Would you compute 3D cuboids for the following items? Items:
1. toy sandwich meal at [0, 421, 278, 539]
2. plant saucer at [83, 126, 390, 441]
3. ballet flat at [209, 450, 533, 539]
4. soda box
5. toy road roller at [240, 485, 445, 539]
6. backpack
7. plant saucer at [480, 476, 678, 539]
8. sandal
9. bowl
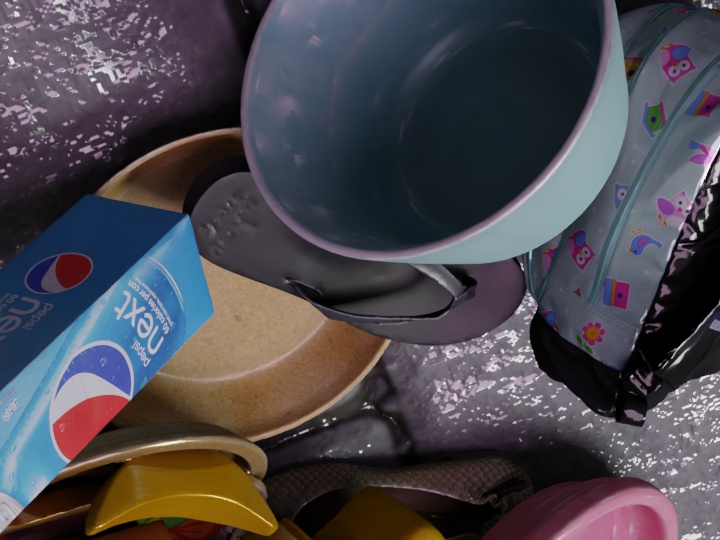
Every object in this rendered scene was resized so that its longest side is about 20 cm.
[{"bbox_3d":[-0.138,0.148,1.044,0.205,0.070,0.205,-18,157,-8],"label":"toy sandwich meal"},{"bbox_3d":[-0.073,0.005,1.043,0.200,0.035,0.201,-8,123,-13],"label":"plant saucer"},{"bbox_3d":[0.010,0.148,1.156,0.200,0.046,0.067,-6,122,-15],"label":"ballet flat"},{"bbox_3d":[-0.156,0.047,0.910,0.200,0.068,0.064,-48,138,-40],"label":"soda box"},{"bbox_3d":[0.004,0.218,1.099,0.146,0.123,0.200,-42,115,-10],"label":"toy road roller"},{"bbox_3d":[0.166,-0.038,1.027,0.167,0.126,0.200,-28,140,-53],"label":"backpack"},{"bbox_3d":[0.111,0.205,1.188,0.200,0.051,0.201,-30,141,-29],"label":"plant saucer"},{"bbox_3d":[-0.001,0.000,1.016,0.200,0.043,0.076,15,115,-27],"label":"sandal"},{"bbox_3d":[0.052,-0.082,0.951,0.201,0.201,0.105,-42,144,11],"label":"bowl"}]
